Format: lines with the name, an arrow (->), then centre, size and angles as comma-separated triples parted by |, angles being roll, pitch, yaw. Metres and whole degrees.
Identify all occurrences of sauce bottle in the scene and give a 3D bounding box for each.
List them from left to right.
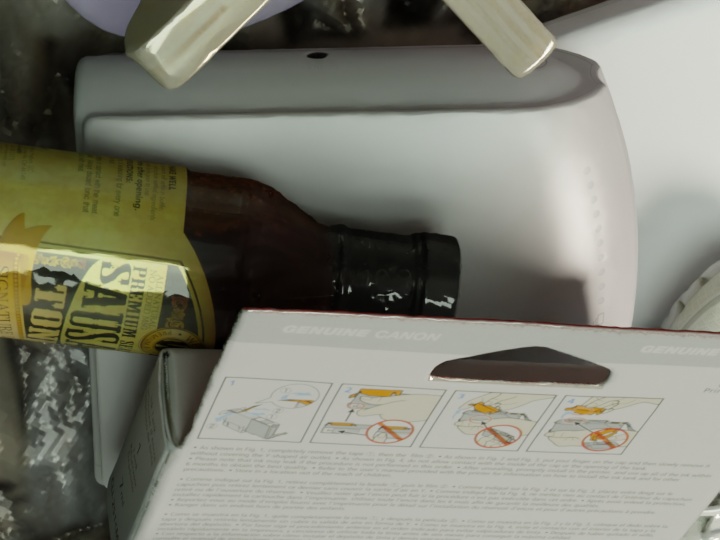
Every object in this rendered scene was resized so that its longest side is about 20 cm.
sauce bottle -> -0.067, -0.004, 0.849 | 0.199, 0.066, 0.066 | 6, 113, -6

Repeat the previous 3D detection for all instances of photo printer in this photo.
photo printer -> 0.000, 0.000, 0.931 | 0.199, 0.070, 0.167 | -1, 118, -3

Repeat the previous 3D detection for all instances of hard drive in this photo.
hard drive -> 0.138, -0.049, 0.970 | 0.199, 0.026, 0.132 | -18, 118, 6

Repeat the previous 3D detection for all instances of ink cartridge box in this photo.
ink cartridge box -> 0.030, 0.047, 0.850 | 0.199, 0.044, 0.174 | 3, 145, -17

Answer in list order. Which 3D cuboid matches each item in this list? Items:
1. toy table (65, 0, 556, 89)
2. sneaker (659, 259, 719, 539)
toy table -> -0.015, -0.143, 0.853 | 0.183, 0.117, 0.200 | 31, 102, -26
sneaker -> 0.126, 0.090, 0.978 | 0.075, 0.081, 0.201 | 20, 111, 3
